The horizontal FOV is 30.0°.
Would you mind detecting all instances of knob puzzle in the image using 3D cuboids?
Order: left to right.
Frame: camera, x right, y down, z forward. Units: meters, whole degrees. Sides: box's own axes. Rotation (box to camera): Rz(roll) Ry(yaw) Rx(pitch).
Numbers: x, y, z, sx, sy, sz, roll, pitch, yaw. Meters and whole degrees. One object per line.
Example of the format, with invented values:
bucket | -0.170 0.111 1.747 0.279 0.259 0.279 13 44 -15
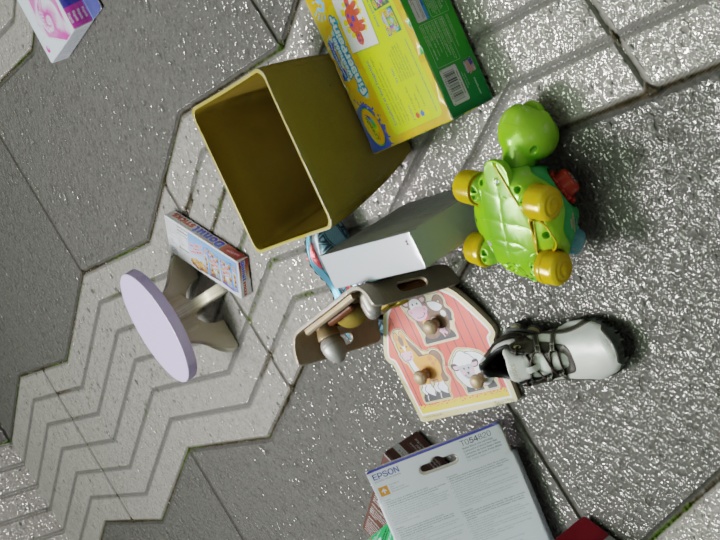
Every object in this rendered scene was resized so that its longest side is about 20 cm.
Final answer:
knob puzzle | 0.096 0.097 1.737 0.218 0.030 0.222 20 125 32

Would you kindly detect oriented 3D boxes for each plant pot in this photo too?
plant pot | -0.059 -0.161 1.660 0.199 0.175 0.202 -16 101 58

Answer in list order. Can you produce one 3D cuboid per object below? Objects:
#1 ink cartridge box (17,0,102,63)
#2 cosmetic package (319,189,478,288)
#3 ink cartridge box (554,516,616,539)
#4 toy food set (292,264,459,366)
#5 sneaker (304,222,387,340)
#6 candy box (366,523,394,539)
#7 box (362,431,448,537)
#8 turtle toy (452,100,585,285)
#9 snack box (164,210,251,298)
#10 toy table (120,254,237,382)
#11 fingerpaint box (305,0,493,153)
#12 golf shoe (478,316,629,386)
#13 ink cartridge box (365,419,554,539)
ink cartridge box | -0.510 -0.465 2.188 0.198 0.043 0.200 61 149 1
cosmetic package | 0.064 -0.043 1.604 0.199 0.150 0.052 -13 104 57
ink cartridge box | 0.299 0.441 1.649 0.199 0.144 0.147 34 139 34
toy food set | 0.018 0.060 1.675 0.200 0.142 0.061 -37 72 50
sneaker | 0.000 0.000 1.816 0.095 0.079 0.202 -12 111 43
candy box | 0.083 0.437 1.914 0.168 0.077 0.200 31 134 -10
box | 0.072 0.338 1.957 0.100 0.075 0.201 44 146 25
turtle toy | 0.181 -0.081 1.456 0.145 0.101 0.202 18 127 47
snack box | -0.248 -0.027 2.169 0.199 0.024 0.073 31 136 39
toy table | -0.296 0.070 2.225 0.183 0.117 0.202 -14 103 56
fingerpaint box | 0.043 -0.256 1.543 0.166 0.073 0.202 -17 99 57
golf shoe | 0.220 0.105 1.552 0.199 0.094 0.079 -9 106 55
ink cartridge box | 0.132 0.312 1.768 0.041 0.198 0.202 -62 -50 -75
